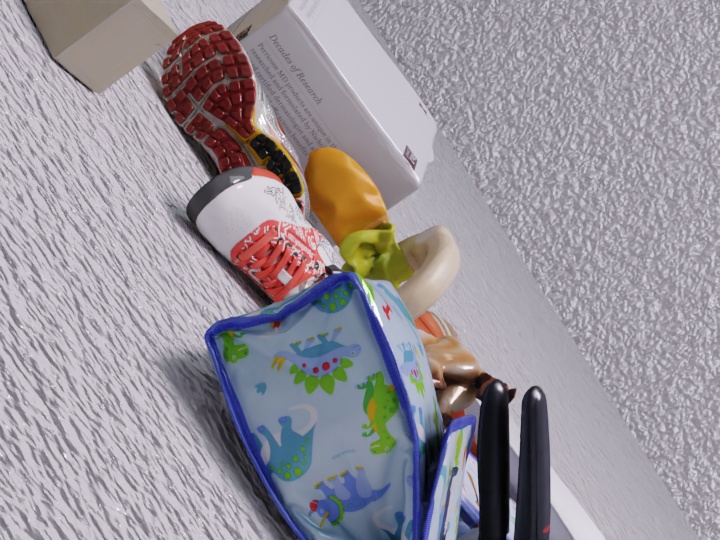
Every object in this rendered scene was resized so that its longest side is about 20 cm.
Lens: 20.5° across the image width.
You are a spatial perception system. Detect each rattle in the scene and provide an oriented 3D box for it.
[{"bbox_3d":[0.000,0.000,1.606,0.200,0.130,0.143,-58,135,-53],"label":"rattle"}]

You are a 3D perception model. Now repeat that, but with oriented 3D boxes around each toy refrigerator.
[{"bbox_3d":[-0.213,-0.230,1.454,0.200,0.076,0.070,59,10,30],"label":"toy refrigerator"}]

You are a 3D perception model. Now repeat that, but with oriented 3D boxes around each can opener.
[{"bbox_3d":[0.099,0.167,1.302,0.079,0.063,0.200,-43,142,-68],"label":"can opener"}]

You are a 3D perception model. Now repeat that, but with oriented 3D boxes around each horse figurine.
[{"bbox_3d":[0.024,0.062,1.371,0.200,0.050,0.133,20,20,22],"label":"horse figurine"}]

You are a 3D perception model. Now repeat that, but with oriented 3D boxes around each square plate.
[{"bbox_3d":[0.156,0.196,1.575,0.198,0.028,0.200,55,6,27],"label":"square plate"}]

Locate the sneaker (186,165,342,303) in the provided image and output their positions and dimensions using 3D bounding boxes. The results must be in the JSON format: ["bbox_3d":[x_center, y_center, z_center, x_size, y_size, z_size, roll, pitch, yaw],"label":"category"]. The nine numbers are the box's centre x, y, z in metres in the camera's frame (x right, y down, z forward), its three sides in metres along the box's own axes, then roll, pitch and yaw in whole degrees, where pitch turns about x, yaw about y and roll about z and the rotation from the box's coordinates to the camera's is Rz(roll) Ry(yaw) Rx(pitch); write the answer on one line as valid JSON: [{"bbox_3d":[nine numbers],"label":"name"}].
[{"bbox_3d":[-0.052,-0.002,1.480,0.108,0.067,0.201,56,6,23],"label":"sneaker"}]

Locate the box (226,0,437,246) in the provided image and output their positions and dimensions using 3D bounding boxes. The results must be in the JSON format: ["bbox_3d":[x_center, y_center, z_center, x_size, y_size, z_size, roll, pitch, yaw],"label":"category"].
[{"bbox_3d":[-0.042,-0.145,1.784,0.200,0.131,0.199,53,16,-12],"label":"box"}]

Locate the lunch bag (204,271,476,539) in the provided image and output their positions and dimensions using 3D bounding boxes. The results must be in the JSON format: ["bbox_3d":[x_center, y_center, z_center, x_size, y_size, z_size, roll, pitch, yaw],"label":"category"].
[{"bbox_3d":[0.002,0.108,1.210,0.170,0.127,0.200,16,53,-80],"label":"lunch bag"}]

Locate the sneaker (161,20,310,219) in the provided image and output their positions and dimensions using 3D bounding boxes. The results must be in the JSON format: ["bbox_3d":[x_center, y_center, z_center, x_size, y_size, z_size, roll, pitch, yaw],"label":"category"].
[{"bbox_3d":[-0.102,-0.112,1.647,0.200,0.078,0.082,66,7,12],"label":"sneaker"}]

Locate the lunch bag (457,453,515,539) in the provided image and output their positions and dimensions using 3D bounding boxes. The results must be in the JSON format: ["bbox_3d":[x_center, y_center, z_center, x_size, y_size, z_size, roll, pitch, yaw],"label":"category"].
[{"bbox_3d":[0.060,0.166,1.431,0.200,0.076,0.160,49,8,-41],"label":"lunch bag"}]

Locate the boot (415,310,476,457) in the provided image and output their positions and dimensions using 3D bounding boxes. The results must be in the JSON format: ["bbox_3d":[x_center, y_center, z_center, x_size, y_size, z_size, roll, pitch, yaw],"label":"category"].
[{"bbox_3d":[0.052,0.096,1.696,0.107,0.075,0.200,34,18,-42],"label":"boot"}]
